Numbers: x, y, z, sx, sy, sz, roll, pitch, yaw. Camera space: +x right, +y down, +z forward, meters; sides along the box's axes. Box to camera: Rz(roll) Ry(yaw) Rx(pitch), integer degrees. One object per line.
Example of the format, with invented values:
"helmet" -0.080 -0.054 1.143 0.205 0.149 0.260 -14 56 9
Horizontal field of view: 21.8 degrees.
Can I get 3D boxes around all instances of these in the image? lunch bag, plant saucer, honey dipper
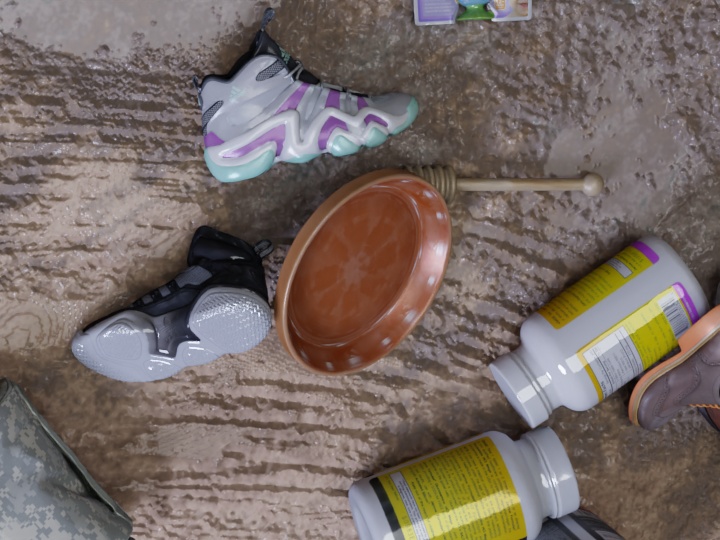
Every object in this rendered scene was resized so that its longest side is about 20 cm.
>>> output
"lunch bag" -0.313 0.212 1.637 0.167 0.139 0.200 -38 106 -4
"plant saucer" 0.000 0.000 1.688 0.199 0.032 0.202 -26 132 -32
"honey dipper" 0.134 -0.079 1.753 0.198 0.038 0.038 0 99 -17

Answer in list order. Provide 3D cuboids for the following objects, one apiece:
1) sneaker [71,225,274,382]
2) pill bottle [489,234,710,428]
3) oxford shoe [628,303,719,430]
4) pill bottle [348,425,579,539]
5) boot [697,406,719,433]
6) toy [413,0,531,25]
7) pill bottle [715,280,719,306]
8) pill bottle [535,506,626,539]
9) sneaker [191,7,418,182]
"sneaker" -0.162 0.028 1.679 0.199 0.114 0.076 -14 133 23
"pill bottle" 0.222 0.061 1.757 0.199 0.104 0.105 -34 105 -6
"oxford shoe" 0.313 0.107 1.748 0.071 0.200 0.073 -26 70 -31
"pill bottle" 0.098 0.218 1.749 0.199 0.112 0.113 -19 103 -9
"boot" 0.416 0.179 1.771 0.068 0.200 0.189 -39 105 -5
"toy" 0.104 -0.325 1.696 0.114 0.047 0.202 -5 100 -14
"pill bottle" 0.449 0.036 1.803 0.198 0.111 0.112 -2 99 -13
"pill bottle" 0.214 0.298 1.743 0.115 0.200 0.117 -2 100 -12
"sneaker" -0.053 -0.168 1.669 0.199 0.078 0.141 -16 103 -11
